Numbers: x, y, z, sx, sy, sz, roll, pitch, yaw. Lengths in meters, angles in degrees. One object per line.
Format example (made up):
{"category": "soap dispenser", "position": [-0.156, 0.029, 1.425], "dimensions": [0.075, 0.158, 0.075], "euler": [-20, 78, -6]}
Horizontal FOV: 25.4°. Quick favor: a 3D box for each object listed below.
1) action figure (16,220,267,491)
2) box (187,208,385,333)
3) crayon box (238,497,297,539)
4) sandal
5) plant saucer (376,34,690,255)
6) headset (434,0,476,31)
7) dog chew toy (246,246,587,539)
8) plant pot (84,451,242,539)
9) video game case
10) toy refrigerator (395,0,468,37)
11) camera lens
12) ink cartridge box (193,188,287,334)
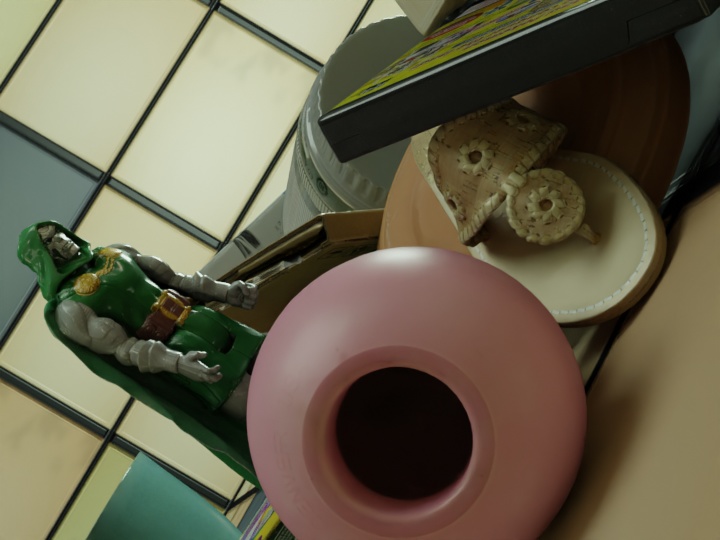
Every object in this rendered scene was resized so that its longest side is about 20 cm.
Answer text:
{"category": "action figure", "position": [-0.072, 0.038, 0.734], "dimensions": [0.055, 0.200, 0.118], "euler": [-56, 5, 37]}
{"category": "box", "position": [0.000, 0.000, 0.960], "dimensions": [0.200, 0.021, 0.163], "euler": [-7, -17, -45]}
{"category": "crayon box", "position": [-0.050, 0.195, 1.125], "dimensions": [0.200, 0.058, 0.173], "euler": [-58, 2, 33]}
{"category": "sandal", "position": [0.053, -0.045, 0.713], "dimensions": [0.078, 0.070, 0.212], "euler": [-54, 30, 11]}
{"category": "plant saucer", "position": [0.075, -0.050, 0.789], "dimensions": [0.200, 0.032, 0.201], "euler": [-36, 37, 33]}
{"category": "headset", "position": [0.112, -0.129, 0.888], "dimensions": [0.200, 0.123, 0.094], "euler": [-44, -24, -4]}
{"category": "dog chew toy", "position": [0.028, 0.049, 0.630], "dimensions": [0.125, 0.124, 0.200], "euler": [-59, -5, 9]}
{"category": "plant pot", "position": [-0.178, 0.287, 1.410], "dimensions": [0.201, 0.161, 0.201], "euler": [-60, 2, 3]}
{"category": "video game case", "position": [0.101, -0.121, 0.703], "dimensions": [0.200, 0.026, 0.181], "euler": [-17, 17, 44]}
{"category": "toy refrigerator", "position": [0.108, -0.191, 0.987], "dimensions": [0.200, 0.076, 0.070], "euler": [-5, -40, -40]}
{"category": "camera lens", "position": [0.029, -0.063, 1.117], "dimensions": [0.160, 0.160, 0.200], "euler": [-61, -6, -27]}
{"category": "ink cartridge box", "position": [-0.046, 0.037, 1.234], "dimensions": [0.200, 0.146, 0.086], "euler": [-44, -16, -16]}
